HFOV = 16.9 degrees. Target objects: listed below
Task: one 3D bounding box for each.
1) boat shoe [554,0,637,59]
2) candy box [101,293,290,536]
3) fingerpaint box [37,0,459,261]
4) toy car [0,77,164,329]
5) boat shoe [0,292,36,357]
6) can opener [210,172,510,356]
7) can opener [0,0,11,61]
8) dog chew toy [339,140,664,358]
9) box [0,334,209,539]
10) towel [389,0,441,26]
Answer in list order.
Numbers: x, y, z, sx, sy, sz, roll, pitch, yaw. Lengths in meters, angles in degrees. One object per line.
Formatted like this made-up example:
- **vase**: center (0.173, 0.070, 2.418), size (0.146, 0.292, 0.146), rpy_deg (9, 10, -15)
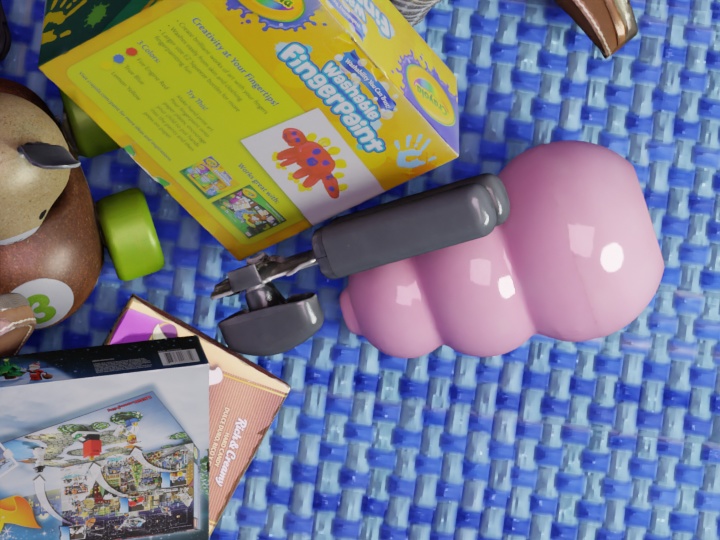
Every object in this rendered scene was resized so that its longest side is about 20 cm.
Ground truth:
- **boat shoe**: center (0.098, -0.215, 1.526), size (0.074, 0.076, 0.201), rpy_deg (-34, 85, 0)
- **candy box**: center (-0.141, 0.130, 1.503), size (0.116, 0.056, 0.201), rpy_deg (30, 88, -7)
- **fingerpaint box**: center (-0.062, -0.117, 1.424), size (0.166, 0.074, 0.200), rpy_deg (-25, 132, 25)
- **toy car**: center (-0.211, -0.041, 1.425), size (0.163, 0.200, 0.159), rpy_deg (-18, 91, -5)
- **boat shoe**: center (-0.247, 0.091, 1.448), size (0.072, 0.075, 0.200), rpy_deg (52, 125, 16)
- **can opener**: center (0.000, 0.000, 1.458), size (0.199, 0.053, 0.067), rpy_deg (-16, 98, 25)
- **can opener**: center (-0.265, -0.216, 1.493), size (0.063, 0.079, 0.202), rpy_deg (-17, 82, 3)
- **dog chew toy**: center (0.084, -0.003, 1.498), size (0.198, 0.125, 0.126), rpy_deg (-18, 91, 6)
- **box**: center (-0.187, 0.116, 1.411), size (0.198, 0.038, 0.138), rpy_deg (-6, 119, -15)
- **towel**: center (-0.026, -0.228, 1.460), size (0.199, 0.166, 0.086), rpy_deg (34, 80, -6)
